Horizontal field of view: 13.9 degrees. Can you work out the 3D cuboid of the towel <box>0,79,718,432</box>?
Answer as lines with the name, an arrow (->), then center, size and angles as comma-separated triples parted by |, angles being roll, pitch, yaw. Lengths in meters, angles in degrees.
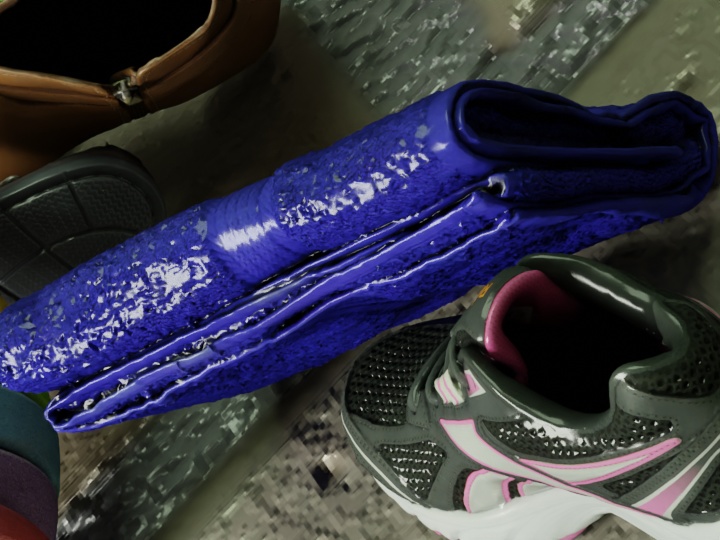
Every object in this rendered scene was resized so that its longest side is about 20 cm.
towel -> 0.000, 0.000, 0.908 | 0.200, 0.147, 0.050 | -24, 76, 35

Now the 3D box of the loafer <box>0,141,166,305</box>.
loafer -> -0.156, 0.016, 1.135 | 0.200, 0.072, 0.063 | -43, 26, 15

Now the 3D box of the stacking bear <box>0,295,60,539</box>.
stacking bear -> -0.163, 0.038, 1.018 | 0.121, 0.114, 0.201 | -28, 55, 23

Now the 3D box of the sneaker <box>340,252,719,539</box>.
sneaker -> 0.055, 0.027, 0.831 | 0.200, 0.086, 0.081 | -1, 52, 53

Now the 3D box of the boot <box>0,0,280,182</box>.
boot -> -0.124, -0.069, 1.097 | 0.199, 0.077, 0.155 | -15, 2, 6
